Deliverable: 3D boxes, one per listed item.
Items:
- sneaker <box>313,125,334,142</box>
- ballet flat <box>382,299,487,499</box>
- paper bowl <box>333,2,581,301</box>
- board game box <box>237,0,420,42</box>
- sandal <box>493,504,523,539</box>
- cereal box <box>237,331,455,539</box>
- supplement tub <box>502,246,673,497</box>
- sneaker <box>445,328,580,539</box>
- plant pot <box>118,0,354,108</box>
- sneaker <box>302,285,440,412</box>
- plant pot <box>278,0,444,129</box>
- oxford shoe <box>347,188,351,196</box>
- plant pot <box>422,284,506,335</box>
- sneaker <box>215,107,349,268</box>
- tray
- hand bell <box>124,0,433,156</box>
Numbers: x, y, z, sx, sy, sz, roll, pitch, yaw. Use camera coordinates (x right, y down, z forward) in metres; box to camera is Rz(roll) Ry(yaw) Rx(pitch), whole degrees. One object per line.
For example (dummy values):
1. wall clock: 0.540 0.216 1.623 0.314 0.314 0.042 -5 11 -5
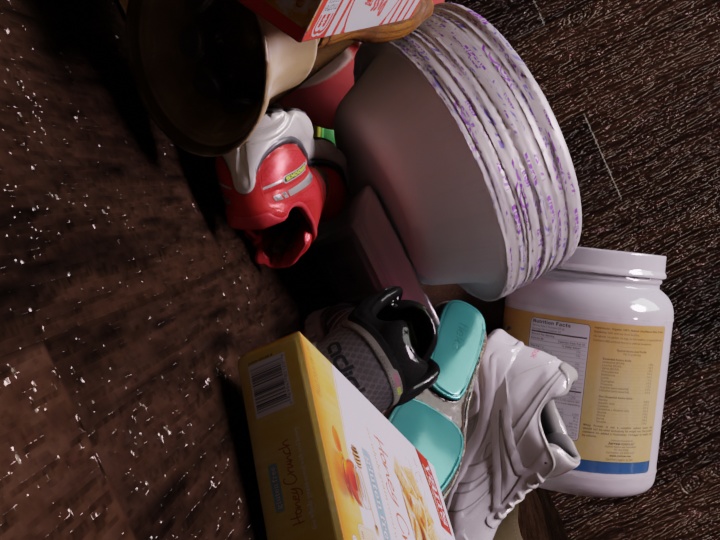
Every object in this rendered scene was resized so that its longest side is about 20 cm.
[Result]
1. sneaker: 0.000 -0.113 1.130 0.074 0.083 0.201 -105 168 -49
2. ballet flat: 0.041 0.106 0.721 0.068 0.067 0.200 36 45 -4
3. paper bowl: 0.054 -0.072 0.713 0.201 0.104 0.201 58 -13 22
4. board game box: -0.068 -0.189 0.500 0.199 0.046 0.151 36 26 9
5. sandal: 0.115 0.234 0.997 0.069 0.077 0.213 20 -44 54
6. cereal box: 0.009 0.136 0.516 0.200 0.039 0.145 50 20 -54
7. supplement tub: 0.192 0.081 0.894 0.145 0.143 0.202 -10 106 -82
8. sneaker: 0.118 0.154 0.812 0.078 0.099 0.202 -25 129 -62
9. plant pot: -0.045 -0.210 0.671 0.186 0.199 0.188 -23 90 -83
10. sneaker: 0.010 0.051 0.660 0.200 0.087 0.074 -42 107 -83
11. plant pot: -0.034 -0.224 0.896 0.202 0.199 0.177 65 16 -1
12. oxford shoe: 0.028 -0.116 1.000 0.073 0.199 0.072 29 53 -30
13. plant pot: 0.064 -0.004 0.961 0.200 0.186 0.188 30 35 -57
14. sneaker: -0.053 -0.043 0.663 0.200 0.076 0.086 23 63 -78
15. tray: 0.000 0.000 0.783 0.108 0.022 0.200 64 -14 -3
16. hand bell: -0.023 -0.137 0.585 0.199 0.104 0.105 -26 92 -47
